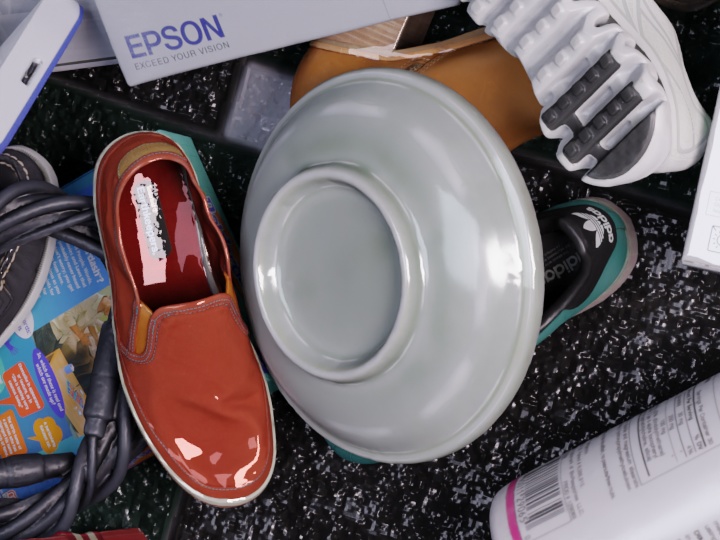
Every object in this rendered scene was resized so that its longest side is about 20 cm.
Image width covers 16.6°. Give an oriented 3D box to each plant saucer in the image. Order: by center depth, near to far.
[{"bbox_3d":[0.000,0.000,1.226,0.200,0.050,0.201,7,100,41],"label":"plant saucer"}]

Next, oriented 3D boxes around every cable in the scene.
[{"bbox_3d":[-0.177,0.049,1.289,0.200,0.051,0.163,-44,96,-3],"label":"cable"}]

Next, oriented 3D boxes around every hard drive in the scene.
[{"bbox_3d":[-0.228,-0.053,1.320,0.025,0.132,0.200,37,130,-14],"label":"hard drive"}]

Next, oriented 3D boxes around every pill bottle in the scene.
[{"bbox_3d":[0.173,0.113,1.187,0.200,0.113,0.114,-29,77,19],"label":"pill bottle"}]

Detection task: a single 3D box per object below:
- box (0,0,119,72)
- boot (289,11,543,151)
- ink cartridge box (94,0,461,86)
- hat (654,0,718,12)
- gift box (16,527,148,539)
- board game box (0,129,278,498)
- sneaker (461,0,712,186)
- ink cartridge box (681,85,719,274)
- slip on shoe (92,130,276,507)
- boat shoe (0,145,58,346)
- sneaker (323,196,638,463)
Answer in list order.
[{"bbox_3d":[-0.138,-0.174,1.333,0.199,0.060,0.117,-4,114,21],"label":"box"},{"bbox_3d":[0.050,-0.059,1.274,0.200,0.074,0.155,25,99,28],"label":"boot"},{"bbox_3d":[-0.063,-0.207,1.230,0.199,0.041,0.201,-12,110,25],"label":"ink cartridge box"},{"bbox_3d":[0.142,-0.221,1.184,0.200,0.081,0.201,1,91,58],"label":"hat"},{"bbox_3d":[-0.172,0.264,1.284,0.187,0.184,0.200,-36,72,14],"label":"gift box"},{"bbox_3d":[-0.153,0.036,1.360,0.200,0.045,0.153,-28,77,19],"label":"board game box"},{"bbox_3d":[0.103,-0.127,1.181,0.075,0.081,0.200,-38,66,35],"label":"sneaker"},{"bbox_3d":[0.205,-0.094,1.186,0.050,0.109,0.201,12,91,16],"label":"ink cartridge box"},{"bbox_3d":[-0.090,0.027,1.259,0.074,0.061,0.201,-15,97,-13],"label":"slip on shoe"},{"bbox_3d":[-0.232,0.021,1.336,0.074,0.060,0.200,37,100,22],"label":"boat shoe"},{"bbox_3d":[0.049,0.029,1.258,0.200,0.080,0.071,-40,76,16],"label":"sneaker"}]
